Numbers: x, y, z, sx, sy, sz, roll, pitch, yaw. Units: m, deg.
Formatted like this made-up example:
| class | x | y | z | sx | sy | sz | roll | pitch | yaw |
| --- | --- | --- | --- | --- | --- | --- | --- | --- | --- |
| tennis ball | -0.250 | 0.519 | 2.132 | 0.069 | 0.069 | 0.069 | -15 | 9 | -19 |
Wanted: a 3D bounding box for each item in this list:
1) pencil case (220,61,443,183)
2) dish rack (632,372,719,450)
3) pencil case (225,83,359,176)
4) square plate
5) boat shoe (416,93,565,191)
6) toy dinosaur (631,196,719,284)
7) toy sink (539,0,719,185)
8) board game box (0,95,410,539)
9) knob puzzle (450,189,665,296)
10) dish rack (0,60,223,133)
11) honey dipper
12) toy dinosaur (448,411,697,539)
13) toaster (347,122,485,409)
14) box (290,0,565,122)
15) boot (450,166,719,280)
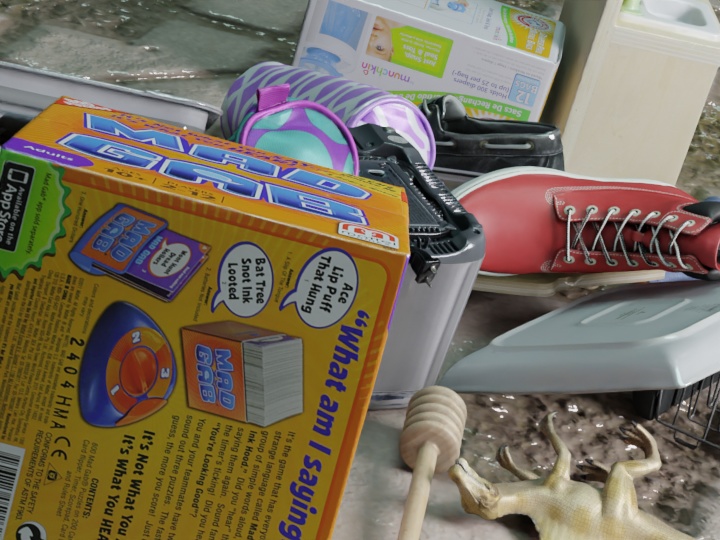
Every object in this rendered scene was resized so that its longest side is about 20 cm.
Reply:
| class | x | y | z | sx | sy | sz | roll | pitch | yaw |
| --- | --- | --- | --- | --- | --- | --- | --- | --- | --- |
| pencil case | -0.025 | -0.095 | 1.529 | 0.084 | 0.086 | 0.200 | -43 | 29 | -13 |
| dish rack | 0.290 | 0.091 | 1.419 | 0.200 | 0.055 | 0.153 | 25 | 29 | 30 |
| pencil case | -0.079 | -0.046 | 1.297 | 0.085 | 0.093 | 0.200 | -15 | -2 | -30 |
| square plate | 0.179 | 0.038 | 1.381 | 0.198 | 0.029 | 0.200 | -5 | 12 | 44 |
| boat shoe | 0.064 | -0.099 | 1.613 | 0.199 | 0.071 | 0.072 | 11 | 23 | 20 |
| toy dinosaur | 0.244 | 0.004 | 1.588 | 0.181 | 0.105 | 0.200 | -23 | 8 | -33 |
| toy sink | 0.221 | -0.172 | 1.723 | 0.112 | 0.200 | 0.130 | 11 | 27 | -9 |
| board game box | -0.096 | 0.042 | 1.109 | 0.199 | 0.201 | 0.200 | 15 | 11 | -2 |
| knob puzzle | 0.091 | -0.014 | 1.538 | 0.219 | 0.031 | 0.220 | 3 | 22 | -1 |
| dish rack | -0.201 | -0.106 | 1.484 | 0.199 | 0.044 | 0.172 | 12 | -3 | -9 |
| honey dipper | 0.034 | 0.134 | 1.238 | 0.038 | 0.038 | 0.200 | 16 | 30 | -1 |
| toy dinosaur | 0.147 | 0.143 | 1.281 | 0.199 | 0.058 | 0.101 | 16 | 43 | 0 |
| toaster | 0.000 | 0.000 | 1.361 | 0.113 | 0.129 | 0.200 | -1 | 31 | -28 |
| box | 0.051 | -0.162 | 1.704 | 0.199 | 0.113 | 0.101 | 17 | 26 | 1 |
| boot | 0.159 | -0.025 | 1.412 | 0.199 | 0.073 | 0.144 | -4 | 12 | -23 |
